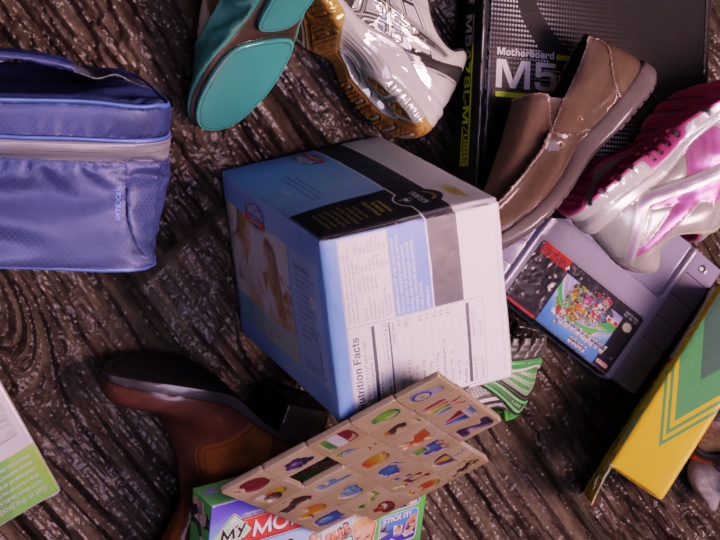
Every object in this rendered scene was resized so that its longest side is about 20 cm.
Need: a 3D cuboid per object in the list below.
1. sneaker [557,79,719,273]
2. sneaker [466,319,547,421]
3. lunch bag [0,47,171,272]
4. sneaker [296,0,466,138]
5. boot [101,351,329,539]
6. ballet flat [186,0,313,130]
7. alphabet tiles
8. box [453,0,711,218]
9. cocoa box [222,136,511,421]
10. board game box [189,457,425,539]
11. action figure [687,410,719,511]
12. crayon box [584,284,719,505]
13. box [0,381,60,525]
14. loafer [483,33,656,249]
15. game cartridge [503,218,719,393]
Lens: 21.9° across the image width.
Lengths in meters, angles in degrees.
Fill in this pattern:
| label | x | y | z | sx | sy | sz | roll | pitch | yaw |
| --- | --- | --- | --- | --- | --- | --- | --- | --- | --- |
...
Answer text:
| label | x | y | z | sx | sy | sz | roll | pitch | yaw |
| --- | --- | --- | --- | --- | --- | --- | --- | --- | --- |
| sneaker | 0.240 | -0.071 | 1.368 | 0.200 | 0.081 | 0.088 | -37 | 107 | -11 |
| sneaker | 0.050 | 0.084 | 1.405 | 0.199 | 0.078 | 0.086 | 1 | 104 | -25 |
| lunch bag | -0.226 | -0.078 | 1.204 | 0.199 | 0.136 | 0.133 | 1 | 104 | -23 |
| sneaker | -0.002 | -0.189 | 1.321 | 0.200 | 0.075 | 0.088 | 50 | 64 | -28 |
| boot | -0.135 | 0.167 | 1.364 | 0.188 | 0.068 | 0.201 | 15 | 103 | -40 |
| ballet flat | -0.073 | -0.178 | 1.261 | 0.067 | 0.071 | 0.200 | -8 | 152 | -33 |
| alphabet tiles | 0.015 | 0.133 | 1.289 | 0.167 | 0.008 | 0.200 | -29 | 155 | 12 |
| box | 0.167 | -0.134 | 1.395 | 0.199 | 0.047 | 0.194 | 3 | 92 | -24 |
| cocoa box | 0.000 | 0.000 | 1.290 | 0.131 | 0.200 | 0.134 | -14 | 111 | -20 |
| board game box | -0.039 | 0.202 | 1.388 | 0.199 | 0.029 | 0.135 | -12 | 122 | -34 |
| action figure | 0.342 | 0.115 | 1.550 | 0.194 | 0.105 | 0.200 | -55 | 150 | 10 |
| crayon box | 0.250 | 0.108 | 1.474 | 0.051 | 0.127 | 0.201 | 32 | 91 | 6 |
| box | -0.313 | 0.105 | 1.274 | 0.144 | 0.036 | 0.201 | -30 | 113 | -14 |
| loafer | 0.125 | -0.090 | 1.322 | 0.071 | 0.073 | 0.200 | 43 | 71 | -7 |
| game cartridge | 0.182 | -0.002 | 1.466 | 0.200 | 0.038 | 0.130 | 36 | 84 | -28 |
